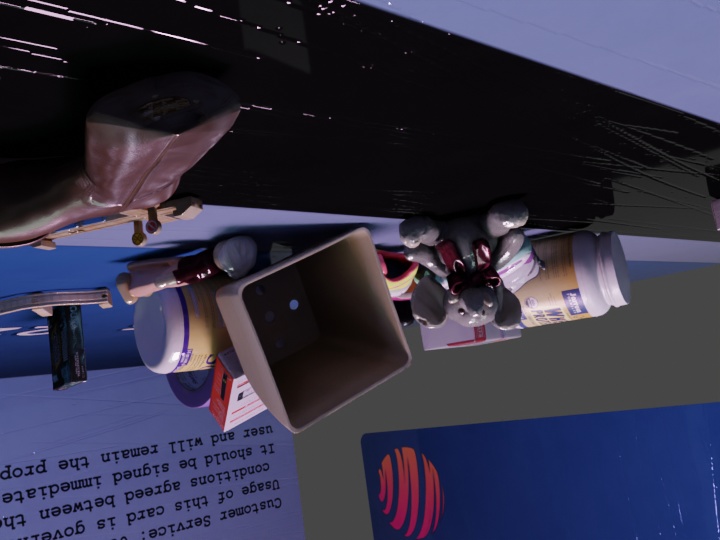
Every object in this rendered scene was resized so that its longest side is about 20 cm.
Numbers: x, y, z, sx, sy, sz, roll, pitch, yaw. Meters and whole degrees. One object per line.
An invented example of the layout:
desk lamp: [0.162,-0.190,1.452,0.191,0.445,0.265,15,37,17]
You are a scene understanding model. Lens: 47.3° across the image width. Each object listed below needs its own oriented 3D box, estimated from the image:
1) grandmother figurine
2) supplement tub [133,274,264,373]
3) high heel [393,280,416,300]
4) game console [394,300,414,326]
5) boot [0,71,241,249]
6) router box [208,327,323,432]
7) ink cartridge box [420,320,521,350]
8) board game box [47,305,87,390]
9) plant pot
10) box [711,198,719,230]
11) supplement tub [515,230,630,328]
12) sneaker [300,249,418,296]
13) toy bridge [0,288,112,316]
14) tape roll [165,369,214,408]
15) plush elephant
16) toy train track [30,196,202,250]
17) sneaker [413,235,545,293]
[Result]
grandmother figurine: [-0.219,-0.003,1.052,0.199,0.061,0.121,-15,-163,26]
supplement tub: [-0.232,0.079,1.273,0.199,0.146,0.145,-2,170,-37]
high heel: [0.008,0.029,1.403,0.199,0.068,0.096,3,157,-33]
game console: [-0.025,0.063,1.496,0.199,0.176,0.117,-6,143,-18]
boot: [-0.190,-0.072,0.550,0.186,0.064,0.200,-19,-179,-27]
router box: [-0.134,0.149,1.278,0.200,0.049,0.180,-26,155,-30]
ink cartridge box: [0.248,0.097,1.869,0.145,0.145,0.200,-16,170,41]
board game box: [-0.503,0.131,1.404,0.028,0.136,0.200,-4,171,-29]
plant pot: [-0.083,0.070,1.105,0.199,0.201,0.177,-27,-165,-29]
box: [0.655,-0.100,1.246,0.200,0.049,0.158,-14,169,36]
supplement tub: [0.336,0.013,1.375,0.199,0.145,0.144,-12,171,27]
sneaker: [0.000,0.000,1.252,0.199,0.078,0.090,-8,162,-26]
toy bridge: [-0.484,0.051,1.247,0.199,0.027,0.067,-7,169,-8]
tape roll: [-0.282,0.152,1.536,0.085,0.201,0.200,0,169,-45]
plush elephant: [0.144,0.008,1.106,0.164,0.155,0.200,-9,171,4]
toy train track: [-0.252,-0.039,0.833,0.199,0.033,0.115,-10,172,18]
sneaker: [0.194,0.008,1.299,0.199,0.078,0.140,-12,148,33]
